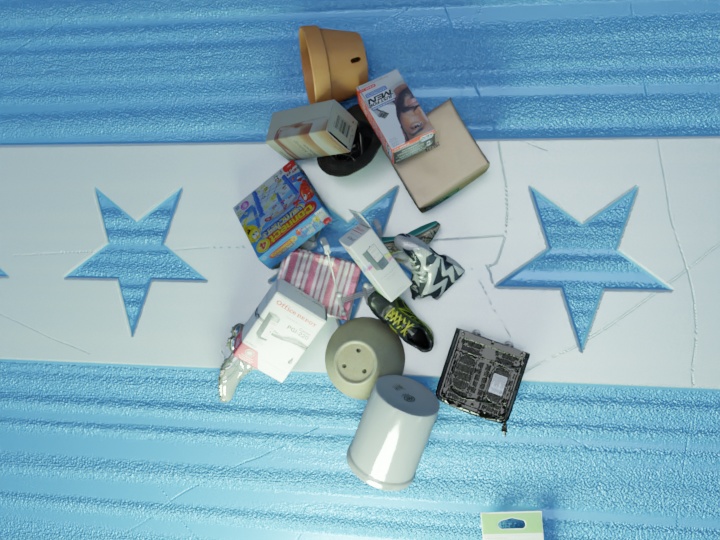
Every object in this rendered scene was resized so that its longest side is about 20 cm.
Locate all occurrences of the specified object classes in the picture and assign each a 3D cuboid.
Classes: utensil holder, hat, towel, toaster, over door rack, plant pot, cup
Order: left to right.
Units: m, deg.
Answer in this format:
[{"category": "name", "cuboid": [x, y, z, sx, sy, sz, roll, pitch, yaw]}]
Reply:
[{"category": "towel", "cuboid": [-0.105, 0.032, 1.749, 0.198, 0.030, 0.148, 14, 92, -10]}, {"category": "plant pot", "cuboid": [-0.063, -0.492, 1.730, 0.138, 0.200, 0.203, -12, 85, -8]}, {"category": "hat", "cuboid": [-0.007, -0.300, 1.748, 0.199, 0.081, 0.203, -14, 62, 27]}, {"category": "over door rack", "cuboid": [0.000, 0.000, 1.691, 0.146, 0.067, 0.202, -19, 117, -9]}, {"category": "cup", "cuboid": [0.001, 0.211, 1.697, 0.198, 0.143, 0.203, 0, 87, 9]}, {"category": "utensil holder", "cuboid": [0.076, 0.364, 1.633, 0.168, 0.170, 0.202, 24, 112, 10]}, {"category": "toaster", "cuboid": [0.279, 0.248, 1.660, 0.179, 0.119, 0.202, 18, 90, 11]}]

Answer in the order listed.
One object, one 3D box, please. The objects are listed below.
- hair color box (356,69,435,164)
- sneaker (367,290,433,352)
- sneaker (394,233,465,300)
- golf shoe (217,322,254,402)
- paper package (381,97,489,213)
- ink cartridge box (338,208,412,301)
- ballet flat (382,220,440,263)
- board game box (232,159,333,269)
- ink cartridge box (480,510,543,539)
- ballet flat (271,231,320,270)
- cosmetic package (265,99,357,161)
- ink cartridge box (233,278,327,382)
[{"category": "hair color box", "cuboid": [0.080, -0.355, 1.650, 0.110, 0.064, 0.201, -25, 65, -5]}, {"category": "sneaker", "cuboid": [0.103, 0.118, 1.688, 0.199, 0.085, 0.075, 37, 96, -12]}, {"category": "sneaker", "cuboid": [0.137, 0.005, 1.691, 0.198, 0.080, 0.130, 25, 105, -33]}, {"category": "golf shoe", "cuboid": [-0.293, 0.236, 1.782, 0.096, 0.078, 0.202, 15, 91, 4]}, {"category": "paper package", "cuboid": [0.180, -0.268, 1.713, 0.199, 0.103, 0.192, -32, 82, 6]}, {"category": "ink cartridge box", "cuboid": [0.020, -0.036, 1.600, 0.067, 0.117, 0.201, -39, 105, -5]}, {"category": "ballet flat", "cuboid": [0.107, -0.059, 1.740, 0.198, 0.068, 0.076, -16, 106, 14]}, {"category": "board game box", "cuboid": [-0.191, -0.139, 1.746, 0.199, 0.056, 0.196, -38, 51, 6]}, {"category": "ink cartridge box", "cuboid": [0.355, 0.654, 1.663, 0.144, 0.048, 0.203, -5, 86, 9]}, {"category": "ballet flat", "cuboid": [-0.147, -0.072, 1.779, 0.063, 0.067, 0.201, 33, 96, -18]}, {"category": "cosmetic package", "cuboid": [-0.118, -0.330, 1.717, 0.198, 0.103, 0.088, -2, 67, 40]}, {"category": "ink cartridge box", "cuboid": [-0.190, 0.143, 1.708, 0.145, 0.085, 0.201, 31, 105, -16]}]
